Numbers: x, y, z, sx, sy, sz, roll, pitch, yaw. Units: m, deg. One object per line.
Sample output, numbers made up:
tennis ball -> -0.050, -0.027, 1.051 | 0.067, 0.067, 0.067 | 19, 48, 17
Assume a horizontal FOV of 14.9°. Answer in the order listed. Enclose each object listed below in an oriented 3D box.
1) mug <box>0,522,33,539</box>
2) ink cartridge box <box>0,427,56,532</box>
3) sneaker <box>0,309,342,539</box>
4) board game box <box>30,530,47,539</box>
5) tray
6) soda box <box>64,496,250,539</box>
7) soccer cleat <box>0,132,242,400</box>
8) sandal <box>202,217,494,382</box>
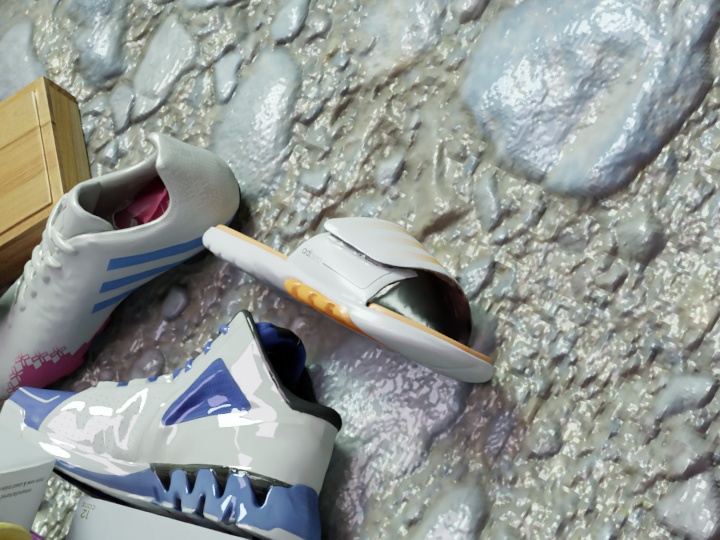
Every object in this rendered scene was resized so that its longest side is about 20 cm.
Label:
mug -> -0.160, 0.233, 1.350 | 0.149, 0.153, 0.187 | 23, 94, 16
ink cartridge box -> -0.266, 0.162, 1.441 | 0.146, 0.084, 0.201 | 26, 103, 20
sneaker -> -0.084, 0.077, 1.455 | 0.199, 0.081, 0.116 | 13, 73, 33
board game box -> -0.234, 0.228, 1.519 | 0.120, 0.032, 0.201 | 24, 83, 37
tray -> -0.250, -0.025, 1.651 | 0.199, 0.037, 0.099 | -30, 53, 23
soda box -> -0.066, 0.172, 1.395 | 0.199, 0.064, 0.068 | 10, 74, 40
soccer cleat -> -0.158, -0.007, 1.539 | 0.200, 0.086, 0.070 | -39, 50, 15
sandal -> -0.005, -0.003, 1.427 | 0.206, 0.079, 0.059 | 26, 87, 44
